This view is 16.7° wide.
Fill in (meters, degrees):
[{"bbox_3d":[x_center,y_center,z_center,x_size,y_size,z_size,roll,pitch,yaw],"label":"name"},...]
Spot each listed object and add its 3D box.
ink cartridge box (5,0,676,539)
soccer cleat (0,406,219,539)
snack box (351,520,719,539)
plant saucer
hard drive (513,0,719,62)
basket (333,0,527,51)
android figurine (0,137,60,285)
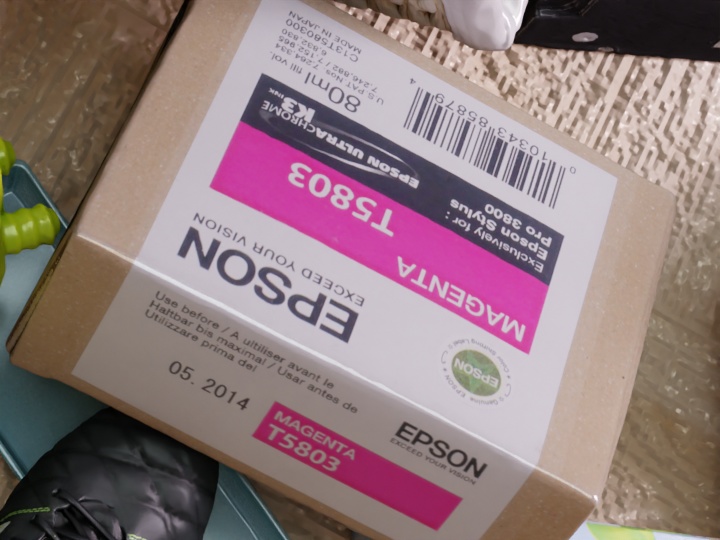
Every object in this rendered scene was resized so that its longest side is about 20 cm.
[{"bbox_3d":[0.000,0.000,0.866,0.199,0.075,0.165,28,44,-8],"label":"ink cartridge box"},{"bbox_3d":[-0.115,0.122,0.817,0.067,0.081,0.200,41,77,0],"label":"soccer cleat"},{"bbox_3d":[0.061,0.191,0.875,0.141,0.053,0.201,9,73,-14],"label":"snack box"},{"bbox_3d":[-0.095,0.059,0.885,0.070,0.019,0.200,-34,88,-20],"label":"plant saucer"},{"bbox_3d":[0.171,-0.117,0.939,0.199,0.140,0.038,4,75,-14],"label":"hard drive"},{"bbox_3d":[-0.001,-0.218,0.868,0.160,0.198,0.201,15,72,16],"label":"basket"},{"bbox_3d":[-0.200,-0.007,0.808,0.199,0.041,0.182,-16,40,-23],"label":"android figurine"}]
